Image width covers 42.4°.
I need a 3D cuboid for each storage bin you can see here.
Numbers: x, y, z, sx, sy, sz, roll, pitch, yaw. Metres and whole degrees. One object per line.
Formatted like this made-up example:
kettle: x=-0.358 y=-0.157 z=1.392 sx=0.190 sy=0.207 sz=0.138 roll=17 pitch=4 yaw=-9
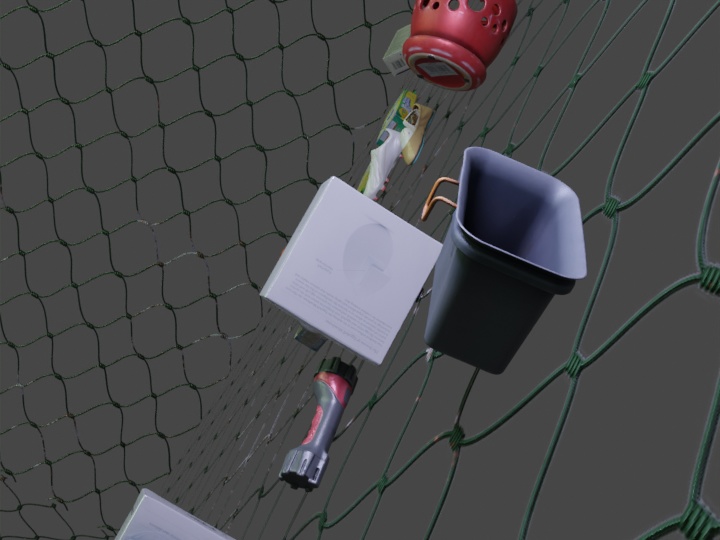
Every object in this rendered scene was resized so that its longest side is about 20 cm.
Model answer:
storage bin: x=0.117 y=-0.009 z=0.879 sx=0.201 sy=0.144 sz=0.136 roll=-73 pitch=6 yaw=-60

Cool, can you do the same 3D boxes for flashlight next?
flashlight: x=-0.063 y=0.223 z=1.361 sx=0.068 sy=0.067 sz=0.202 roll=-47 pitch=14 yaw=51

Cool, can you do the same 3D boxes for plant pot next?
plant pot: x=0.189 y=-0.465 z=1.826 sx=0.200 sy=0.198 sz=0.185 roll=157 pitch=134 yaw=-77

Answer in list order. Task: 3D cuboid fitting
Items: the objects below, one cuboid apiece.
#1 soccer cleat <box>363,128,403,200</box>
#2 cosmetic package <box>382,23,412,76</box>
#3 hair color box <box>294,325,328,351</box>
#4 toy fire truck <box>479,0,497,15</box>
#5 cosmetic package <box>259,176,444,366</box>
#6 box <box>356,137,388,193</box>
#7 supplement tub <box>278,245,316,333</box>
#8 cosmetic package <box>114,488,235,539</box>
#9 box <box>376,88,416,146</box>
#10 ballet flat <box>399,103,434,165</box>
soccer cleat: x=0.048 y=-0.266 z=2.370 sx=0.202 sy=0.077 sz=0.069 roll=-60 pitch=8 yaw=2
cosmetic package: x=0.170 y=-0.838 z=3.511 sx=0.102 sy=0.087 sz=0.202 roll=-16 pitch=36 yaw=38
hair color box: x=-0.064 y=0.061 z=1.969 sx=0.100 sy=0.060 sz=0.202 roll=-49 pitch=14 yaw=52
toy fire truck: x=0.329 y=-0.645 z=1.966 sx=0.167 sy=0.113 sz=0.200 roll=-37 pitch=1 yaw=-20
cosmetic package: x=-0.016 y=0.003 z=1.380 sx=0.202 sy=0.198 sz=0.123 roll=-60 pitch=9 yaw=-7
box: x=0.039 y=-0.255 z=2.505 sx=0.118 sy=0.048 sz=0.201 roll=-51 pitch=10 yaw=47
supplement tub: x=-0.095 y=0.025 z=1.840 sx=0.123 sy=0.121 sz=0.200 roll=-57 pitch=31 yaw=14
cosmetic package: x=-0.275 y=0.454 z=1.323 sx=0.202 sy=0.198 sz=0.123 roll=-61 pitch=8 yaw=-14
box: x=0.108 y=-0.447 z=2.706 sx=0.118 sy=0.048 sz=0.201 roll=-53 pitch=9 yaw=36
ballet flat: x=0.121 y=-0.319 z=2.165 sx=0.069 sy=0.062 sz=0.201 roll=-52 pitch=12 yaw=44
